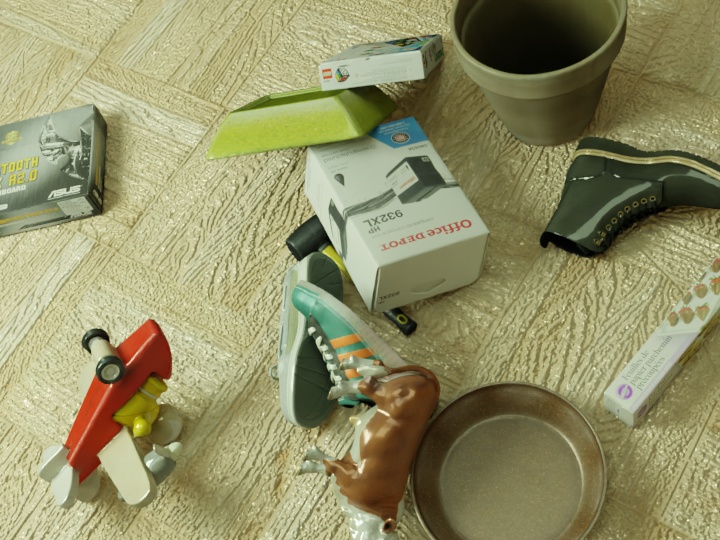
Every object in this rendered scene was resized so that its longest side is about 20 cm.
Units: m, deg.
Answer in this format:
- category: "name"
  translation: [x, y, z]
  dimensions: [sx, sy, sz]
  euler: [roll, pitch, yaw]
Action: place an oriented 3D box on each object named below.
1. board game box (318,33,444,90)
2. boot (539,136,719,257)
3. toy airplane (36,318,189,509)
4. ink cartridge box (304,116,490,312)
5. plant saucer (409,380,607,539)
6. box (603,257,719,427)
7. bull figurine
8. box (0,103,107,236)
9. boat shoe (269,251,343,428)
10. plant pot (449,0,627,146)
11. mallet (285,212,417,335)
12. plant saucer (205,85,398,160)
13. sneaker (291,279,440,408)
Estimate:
- category: "board game box"
  translation: [0.031, -0.261, 1.338]
  dimensions: [0.124, 0.035, 0.200]
  euler: [-4, 17, 13]
- category: "boot"
  translation: [0.310, -0.062, 1.194]
  dimensions: [0.198, 0.078, 0.139]
  euler: [14, 67, 38]
- category: "toy airplane"
  translation: [-0.264, 0.173, 1.180]
  dimensions: [0.198, 0.140, 0.203]
  euler: [-27, 55, 45]
- category: "ink cartridge box"
  translation: [0.038, -0.068, 1.237]
  dimensions: [0.143, 0.084, 0.201]
  euler: [-16, 54, -19]
- category: "plant saucer"
  translation: [0.149, 0.211, 1.085]
  dimensions: [0.197, 0.037, 0.203]
  euler: [-7, 58, 11]
- category: "box"
  translation: [0.329, 0.073, 1.117]
  dimensions: [0.039, 0.042, 0.200]
  euler: [35, 72, 30]
- category: "bull figurine"
  translation: [0.008, 0.185, 1.081]
  dimensions: [0.120, 0.065, 0.202]
  euler: [22, 83, 1]
- category: "box"
  translation: [-0.445, -0.132, 1.454]
  dimensions: [0.197, 0.049, 0.160]
  euler: [-11, 57, 8]
- category: "boat shoe"
  translation: [-0.063, 0.080, 1.205]
  dimensions: [0.064, 0.074, 0.205]
  euler: [-22, 58, 43]
- category: "plant pot"
  translation: [0.216, -0.246, 1.265]
  dimensions: [0.197, 0.174, 0.202]
  euler: [-7, 57, 12]
- category: "mallet"
  translation: [0.000, 0.000, 1.261]
  dimensions: [0.199, 0.041, 0.066]
  euler: [35, 71, 25]
- category: "plant saucer"
  translation: [-0.070, -0.190, 1.307]
  dimensions: [0.197, 0.049, 0.200]
  euler: [-6, 16, 17]
- category: "sneaker"
  translation: [-0.011, 0.098, 1.145]
  dimensions: [0.200, 0.071, 0.080]
  euler: [44, 83, 4]
